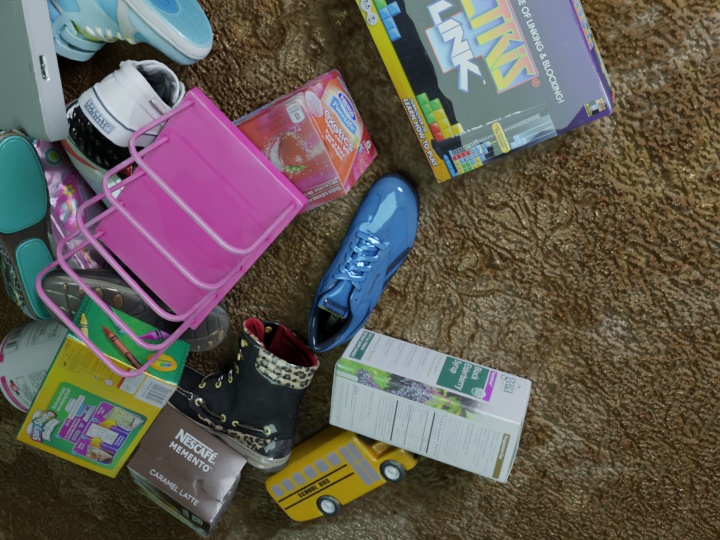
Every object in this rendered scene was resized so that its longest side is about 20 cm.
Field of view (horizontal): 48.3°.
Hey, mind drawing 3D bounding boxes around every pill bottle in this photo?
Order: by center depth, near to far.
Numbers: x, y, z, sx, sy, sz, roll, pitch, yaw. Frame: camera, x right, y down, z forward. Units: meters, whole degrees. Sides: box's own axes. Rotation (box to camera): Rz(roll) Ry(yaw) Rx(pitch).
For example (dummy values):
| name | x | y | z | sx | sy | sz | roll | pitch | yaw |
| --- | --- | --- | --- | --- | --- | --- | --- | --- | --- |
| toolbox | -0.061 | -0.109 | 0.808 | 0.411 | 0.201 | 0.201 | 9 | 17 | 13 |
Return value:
| name | x | y | z | sx | sy | sz | roll | pitch | yaw |
| --- | --- | --- | --- | --- | --- | --- | --- | --- | --- |
| pill bottle | -0.325 | 0.099 | 0.945 | 0.196 | 0.114 | 0.115 | -16 | 110 | 32 |

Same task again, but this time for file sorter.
| name | x | y | z | sx | sy | sz | roll | pitch | yaw |
| --- | --- | --- | --- | --- | --- | --- | --- | --- | --- |
| file sorter | -0.172 | -0.024 | 0.703 | 0.139 | 0.126 | 0.200 | 44 | 124 | -5 |

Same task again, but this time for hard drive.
| name | x | y | z | sx | sy | sz | roll | pitch | yaw |
| --- | --- | --- | --- | --- | --- | --- | --- | --- | --- |
| hard drive | -0.356 | -0.207 | 0.802 | 0.197 | 0.026 | 0.135 | 16 | 118 | 43 |

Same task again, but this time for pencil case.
| name | x | y | z | sx | sy | sz | roll | pitch | yaw |
| --- | --- | --- | --- | --- | --- | --- | --- | --- | --- |
| pencil case | -0.326 | -0.060 | 0.886 | 0.086 | 0.088 | 0.203 | -21 | 106 | 28 |

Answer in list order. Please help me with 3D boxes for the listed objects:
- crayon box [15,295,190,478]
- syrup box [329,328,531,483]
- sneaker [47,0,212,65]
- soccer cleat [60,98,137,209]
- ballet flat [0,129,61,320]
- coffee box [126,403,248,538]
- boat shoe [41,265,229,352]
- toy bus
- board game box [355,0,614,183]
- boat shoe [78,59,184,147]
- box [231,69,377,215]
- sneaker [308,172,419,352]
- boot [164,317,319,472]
| name | x | y | z | sx | sy | sz | roll | pitch | yaw |
| --- | --- | --- | --- | --- | --- | --- | --- | --- | --- |
| crayon box | -0.272 | 0.128 | 0.841 | 0.117 | 0.059 | 0.201 | 27 | 129 | -17 |
| syrup box | 0.072 | 0.137 | 0.837 | 0.195 | 0.079 | 0.083 | 15 | 120 | 13 |
| sneaker | -0.235 | -0.234 | 0.768 | 0.200 | 0.079 | 0.131 | 43 | 122 | 7 |
| soccer cleat | -0.255 | -0.092 | 0.864 | 0.072 | 0.068 | 0.202 | 6 | 135 | 54 |
| ballet flat | -0.352 | -0.046 | 0.821 | 0.072 | 0.074 | 0.205 | 7 | 114 | 17 |
| coffee box | -0.202 | 0.242 | 0.943 | 0.113 | 0.081 | 0.201 | 32 | 155 | 1 |
| boat shoe | -0.238 | 0.034 | 0.860 | 0.196 | 0.074 | 0.075 | 16 | 120 | -23 |
| toy bus | -0.016 | 0.218 | 0.922 | 0.199 | 0.065 | 0.079 | -37 | 98 | 32 |
| board game box | 0.099 | -0.197 | 0.669 | 0.162 | 0.057 | 0.203 | -19 | 108 | 29 |
| boat shoe | -0.190 | -0.155 | 0.733 | 0.065 | 0.200 | 0.074 | -40 | 104 | 8 |
| box | -0.095 | -0.099 | 0.767 | 0.196 | 0.100 | 0.097 | -20 | 109 | 29 |
| sneaker | 0.000 | 0.000 | 0.797 | 0.065 | 0.079 | 0.203 | 30 | 121 | 5 |
| boot | -0.144 | 0.120 | 0.918 | 0.198 | 0.073 | 0.153 | 33 | 118 | 15 |
